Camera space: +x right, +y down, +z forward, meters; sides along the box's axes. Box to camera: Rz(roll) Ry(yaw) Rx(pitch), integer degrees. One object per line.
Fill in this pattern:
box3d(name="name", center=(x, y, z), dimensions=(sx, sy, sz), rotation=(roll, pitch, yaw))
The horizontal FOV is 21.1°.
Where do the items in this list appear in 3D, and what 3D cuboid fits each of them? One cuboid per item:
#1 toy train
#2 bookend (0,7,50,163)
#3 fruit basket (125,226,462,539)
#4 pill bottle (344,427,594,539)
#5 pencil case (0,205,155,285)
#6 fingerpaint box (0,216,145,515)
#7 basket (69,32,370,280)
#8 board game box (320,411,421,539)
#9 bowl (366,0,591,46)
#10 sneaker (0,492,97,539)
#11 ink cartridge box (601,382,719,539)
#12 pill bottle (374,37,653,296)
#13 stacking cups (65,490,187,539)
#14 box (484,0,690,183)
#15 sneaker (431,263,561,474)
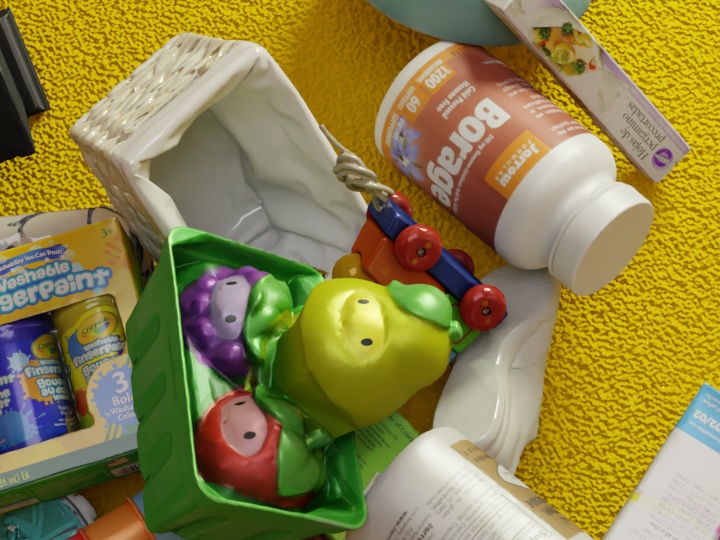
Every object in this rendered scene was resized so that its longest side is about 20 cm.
box3d(name="toy train", center=(0.000, 0.000, 1.347), dimensions=(0.116, 0.085, 0.200), rotation=(-46, 118, 5))
box3d(name="bookend", center=(-0.323, -0.083, 1.407), dimensions=(0.199, 0.092, 0.199), rotation=(-21, 34, -5))
box3d(name="fruit basket", center=(-0.045, 0.064, 1.233), dimensions=(0.155, 0.215, 0.217), rotation=(17, 68, -36))
box3d(name="pill bottle", center=(0.097, 0.203, 1.251), dimensions=(0.200, 0.114, 0.114), rotation=(38, 77, 21))
box3d(name="pencil case", center=(-0.249, 0.002, 1.439), dimensions=(0.199, 0.078, 0.090), rotation=(-7, 88, 0))
box3d(name="fingerpaint box", center=(-0.237, 0.075, 1.341), dimensions=(0.199, 0.073, 0.167), rotation=(-16, 73, -1))
box3d(name="basket", center=(-0.098, -0.057, 1.380), dimensions=(0.136, 0.200, 0.123), rotation=(-43, 33, -16))
box3d(name="board game box", center=(-0.011, 0.137, 1.404), dimensions=(0.102, 0.048, 0.200), rotation=(-42, 76, -11))
box3d(name="bowl", center=(0.089, -0.271, 1.455), dimensions=(0.200, 0.105, 0.201), rotation=(6, 42, -6))
box3d(name="sneaker", center=(-0.215, 0.206, 1.361), dimensions=(0.200, 0.078, 0.080), rotation=(35, 43, 12))
box3d(name="ink cartridge box", center=(0.209, 0.188, 1.345), dimensions=(0.068, 0.115, 0.200), rotation=(32, 76, 11))
box3d(name="pill bottle", center=(0.113, -0.074, 1.412), dimensions=(0.112, 0.112, 0.200), rotation=(-43, 63, -11))
box3d(name="stacking cups", center=(-0.133, 0.166, 1.334), dimensions=(0.199, 0.061, 0.061), rotation=(-28, 74, -11))
box3d(name="box", center=(0.168, -0.145, 1.424), dimensions=(0.039, 0.041, 0.200), rotation=(-45, 120, 4))
box3d(name="sneaker", center=(0.107, 0.081, 1.410), dimensions=(0.075, 0.089, 0.200), rotation=(-5, 44, 32))
